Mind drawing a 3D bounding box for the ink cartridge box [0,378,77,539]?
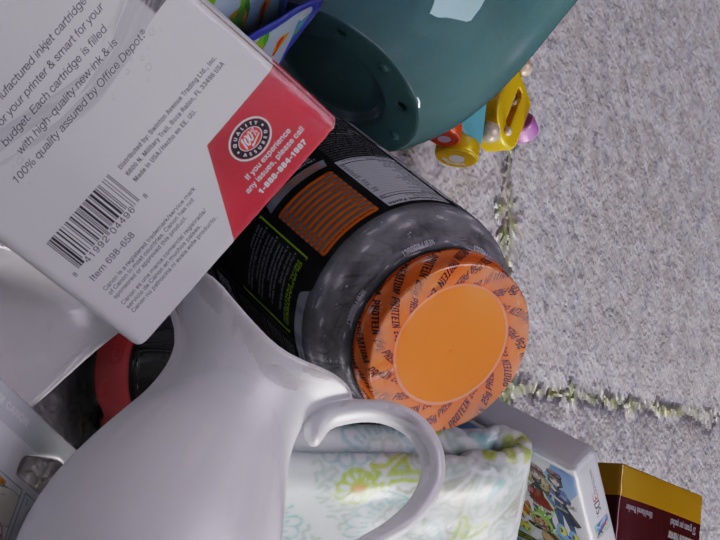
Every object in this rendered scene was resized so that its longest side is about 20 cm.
[{"bbox_3d":[-0.184,0.159,1.047,0.200,0.043,0.174,53,43,-49],"label":"ink cartridge box"}]

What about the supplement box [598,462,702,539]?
[{"bbox_3d":[0.100,0.231,1.385,0.133,0.196,0.201,25,68,-56],"label":"supplement box"}]

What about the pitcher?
[{"bbox_3d":[-0.066,0.125,1.032,0.201,0.171,0.121,-62,178,-18],"label":"pitcher"}]

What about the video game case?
[{"bbox_3d":[0.069,0.129,1.249,0.022,0.200,0.183,-41,136,-25],"label":"video game case"}]

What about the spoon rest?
[{"bbox_3d":[-0.165,0.021,1.079,0.200,0.060,0.100,-27,114,-58],"label":"spoon rest"}]

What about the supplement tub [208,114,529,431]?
[{"bbox_3d":[0.000,0.000,1.169,0.122,0.200,0.123,-13,120,-24],"label":"supplement tub"}]

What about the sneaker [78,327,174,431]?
[{"bbox_3d":[-0.072,0.103,1.193,0.071,0.097,0.201,-76,148,-42],"label":"sneaker"}]

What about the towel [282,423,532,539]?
[{"bbox_3d":[-0.015,0.158,1.163,0.048,0.199,0.172,-101,-164,-51],"label":"towel"}]

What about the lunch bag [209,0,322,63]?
[{"bbox_3d":[-0.106,-0.141,1.141,0.170,0.127,0.201,-41,138,-57],"label":"lunch bag"}]

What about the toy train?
[{"bbox_3d":[0.071,-0.151,1.507,0.200,0.055,0.151,-33,115,-59],"label":"toy train"}]

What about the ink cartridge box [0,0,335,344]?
[{"bbox_3d":[-0.135,-0.086,0.997,0.144,0.084,0.200,-48,120,3],"label":"ink cartridge box"}]

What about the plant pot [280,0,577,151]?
[{"bbox_3d":[0.019,-0.169,1.286,0.161,0.200,0.201,-57,136,-27],"label":"plant pot"}]
